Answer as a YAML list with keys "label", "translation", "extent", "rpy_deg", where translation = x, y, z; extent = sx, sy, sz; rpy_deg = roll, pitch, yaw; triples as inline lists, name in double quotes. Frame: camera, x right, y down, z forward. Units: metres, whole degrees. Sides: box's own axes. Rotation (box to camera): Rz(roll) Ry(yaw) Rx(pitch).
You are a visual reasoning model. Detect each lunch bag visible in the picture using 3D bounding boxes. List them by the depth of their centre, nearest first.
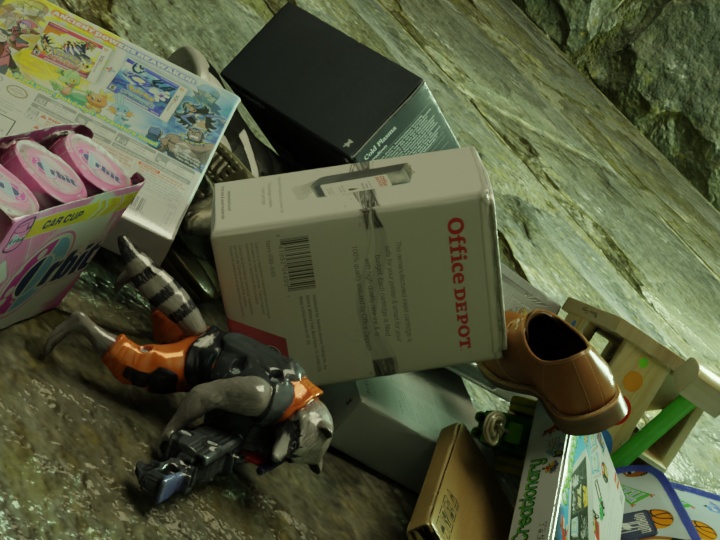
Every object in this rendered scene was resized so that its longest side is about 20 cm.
- label: "lunch bag"
  translation: [0.247, 0.248, 1.273]
  extent: [0.200, 0.124, 0.170]
  rpy_deg: [18, 24, -16]

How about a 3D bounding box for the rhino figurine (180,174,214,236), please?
- label: "rhino figurine"
  translation: [-0.060, -0.038, 1.239]
  extent: [0.200, 0.060, 0.087]
  rpy_deg: [5, 31, -7]

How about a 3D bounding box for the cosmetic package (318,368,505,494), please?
- label: "cosmetic package"
  translation: [0.025, 0.097, 1.295]
  extent: [0.151, 0.052, 0.200]
  rpy_deg: [34, 18, -27]

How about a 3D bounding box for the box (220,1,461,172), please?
- label: "box"
  translation: [-0.007, -0.135, 1.544]
  extent: [0.200, 0.104, 0.182]
  rpy_deg: [35, -11, 36]

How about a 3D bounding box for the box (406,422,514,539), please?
- label: "box"
  translation: [0.093, 0.210, 1.122]
  extent: [0.164, 0.021, 0.200]
  rpy_deg: [60, 15, -7]

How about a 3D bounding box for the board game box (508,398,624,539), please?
- label: "board game box"
  translation: [0.153, 0.183, 1.158]
  extent: [0.200, 0.035, 0.126]
  rpy_deg: [-67, 139, -56]

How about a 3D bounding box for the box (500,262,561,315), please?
- label: "box"
  translation: [0.068, 0.005, 1.482]
  extent: [0.200, 0.048, 0.158]
  rpy_deg: [36, -16, -12]

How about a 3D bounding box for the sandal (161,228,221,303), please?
- label: "sandal"
  translation: [-0.182, -0.052, 1.257]
  extent: [0.200, 0.055, 0.082]
  rpy_deg: [54, 24, -1]

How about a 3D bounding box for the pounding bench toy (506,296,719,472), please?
- label: "pounding bench toy"
  translation: [0.220, 0.133, 1.364]
  extent: [0.124, 0.156, 0.200]
  rpy_deg: [33, -2, -16]

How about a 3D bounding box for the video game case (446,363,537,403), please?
- label: "video game case"
  translation: [0.052, 0.046, 1.355]
  extent: [0.200, 0.017, 0.143]
  rpy_deg: [30, 11, -37]

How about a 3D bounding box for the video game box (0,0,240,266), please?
- label: "video game box"
  translation: [-0.209, -0.110, 1.192]
  extent: [0.200, 0.047, 0.182]
  rpy_deg: [26, 45, -7]

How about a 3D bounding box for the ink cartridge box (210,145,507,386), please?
- label: "ink cartridge box"
  translation: [0.000, 0.000, 1.166]
  extent: [0.200, 0.146, 0.085]
  rpy_deg: [-7, 31, 0]

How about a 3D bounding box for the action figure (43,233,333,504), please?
- label: "action figure"
  translation: [-0.103, 0.071, 1.030]
  extent: [0.193, 0.105, 0.200]
  rpy_deg: [31, 15, 4]

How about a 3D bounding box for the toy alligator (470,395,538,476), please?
- label: "toy alligator"
  translation: [0.111, 0.125, 1.230]
  extent: [0.054, 0.059, 0.200]
  rpy_deg: [12, -7, 26]

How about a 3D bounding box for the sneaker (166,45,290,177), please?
- label: "sneaker"
  translation: [-0.128, -0.123, 1.510]
  extent: [0.112, 0.073, 0.200]
  rpy_deg: [29, 28, -38]

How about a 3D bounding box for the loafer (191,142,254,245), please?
- label: "loafer"
  translation: [-0.088, -0.026, 1.315]
  extent: [0.200, 0.076, 0.067]
  rpy_deg: [54, -15, 24]

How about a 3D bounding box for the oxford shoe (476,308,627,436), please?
- label: "oxford shoe"
  translation: [0.134, 0.055, 1.195]
  extent: [0.071, 0.071, 0.200]
  rpy_deg: [68, -14, -20]

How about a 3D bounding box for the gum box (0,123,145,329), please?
- label: "gum box"
  translation: [-0.221, -0.023, 0.995]
  extent: [0.066, 0.114, 0.200]
  rpy_deg: [41, 18, 6]
